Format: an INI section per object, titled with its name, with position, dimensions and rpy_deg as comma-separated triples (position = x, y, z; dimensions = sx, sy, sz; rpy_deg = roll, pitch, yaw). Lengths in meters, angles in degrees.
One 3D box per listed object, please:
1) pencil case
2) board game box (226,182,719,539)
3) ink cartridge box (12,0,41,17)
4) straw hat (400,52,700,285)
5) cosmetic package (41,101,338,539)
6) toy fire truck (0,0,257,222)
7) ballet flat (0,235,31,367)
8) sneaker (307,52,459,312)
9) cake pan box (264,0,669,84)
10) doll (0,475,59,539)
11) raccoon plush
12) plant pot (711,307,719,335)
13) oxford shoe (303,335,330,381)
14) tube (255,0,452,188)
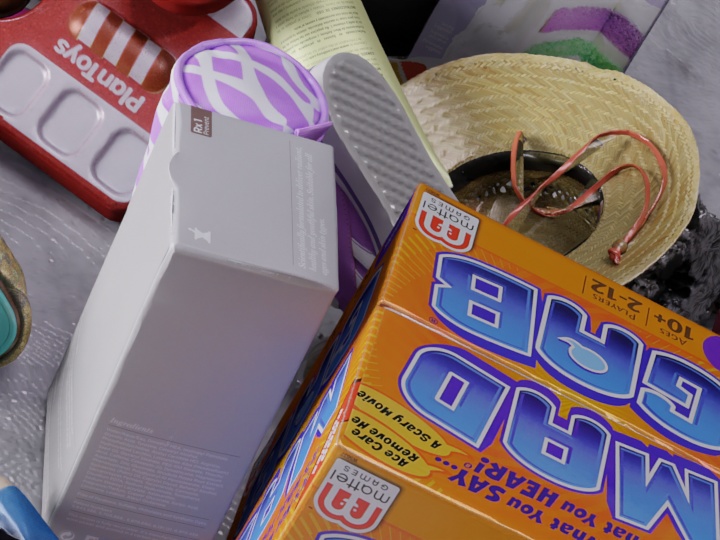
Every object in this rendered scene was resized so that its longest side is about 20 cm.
[pencil case]
position = -0.073, -0.017, 1.429
dimensions = 0.084, 0.201, 0.086
rpy_deg = -16, 50, -32
[board game box]
position = 0.056, 0.127, 1.343
dimensions = 0.199, 0.200, 0.200
rpy_deg = 26, 36, -6
[ink cartridge box]
position = -0.212, -0.182, 1.660
dimensions = 0.199, 0.037, 0.095
rpy_deg = 22, 38, -9
[straw hat]
position = 0.086, -0.020, 1.577
dimensions = 0.200, 0.085, 0.202
rpy_deg = -6, 51, 7
[cosmetic package]
position = -0.081, 0.034, 1.354
dimensions = 0.090, 0.200, 0.107
rpy_deg = 17, 41, -17
[toy fire truck]
position = -0.159, -0.144, 1.569
dimensions = 0.200, 0.112, 0.168
rpy_deg = 36, 73, -1
[ballet flat]
position = -0.223, -0.041, 1.414
dimensions = 0.200, 0.071, 0.071
rpy_deg = 58, 36, -9
[sneaker]
position = 0.000, 0.000, 1.481
dimensions = 0.073, 0.114, 0.201
rpy_deg = -20, 84, -50
[cake pan box]
position = 0.055, -0.145, 1.678
dimensions = 0.199, 0.185, 0.052
rpy_deg = 26, 36, -8
[doll]
position = -0.178, 0.136, 1.295
dimensions = 0.199, 0.049, 0.137
rpy_deg = 18, 39, -17
[raccoon plush]
position = 0.148, -0.012, 1.705
dimensions = 0.134, 0.097, 0.200
rpy_deg = 33, 0, 30
[plant pot]
position = 0.250, 0.083, 1.475
dimensions = 0.200, 0.200, 0.179
rpy_deg = 39, 37, 11
[oxford shoe]
position = 0.064, 0.088, 1.505
dimensions = 0.200, 0.075, 0.058
rpy_deg = 33, 39, 11
[tube]
position = -0.019, -0.117, 1.582
dimensions = 0.052, 0.058, 0.201
rpy_deg = 8, 53, -47
